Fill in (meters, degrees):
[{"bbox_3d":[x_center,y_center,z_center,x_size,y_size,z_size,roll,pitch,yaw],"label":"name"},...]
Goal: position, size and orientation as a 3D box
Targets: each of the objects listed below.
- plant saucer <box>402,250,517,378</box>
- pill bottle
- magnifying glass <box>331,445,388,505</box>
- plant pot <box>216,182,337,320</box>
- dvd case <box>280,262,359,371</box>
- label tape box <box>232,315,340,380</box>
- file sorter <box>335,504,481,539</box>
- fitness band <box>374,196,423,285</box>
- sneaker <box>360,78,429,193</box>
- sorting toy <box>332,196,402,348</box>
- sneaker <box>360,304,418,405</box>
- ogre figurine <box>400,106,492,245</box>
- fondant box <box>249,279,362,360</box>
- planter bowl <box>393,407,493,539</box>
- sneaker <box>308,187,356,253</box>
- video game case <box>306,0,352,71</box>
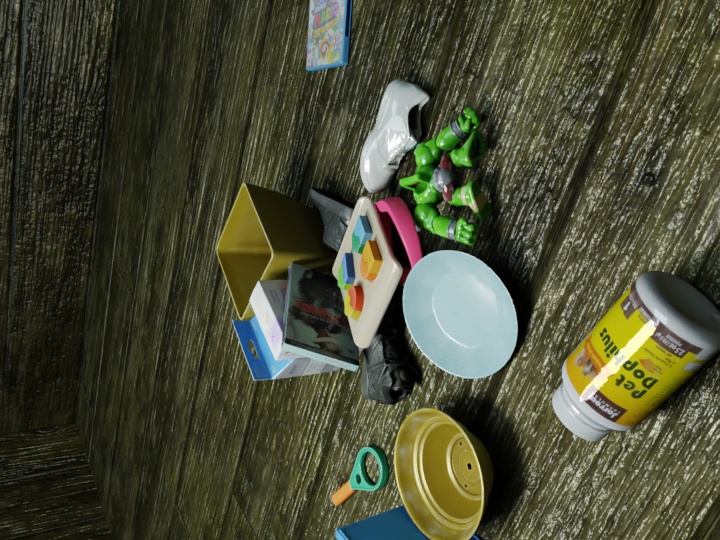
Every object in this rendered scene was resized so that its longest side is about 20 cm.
[{"bbox_3d":[0.155,0.063,0.978,0.200,0.039,0.203,17,117,37],"label":"plant saucer"},{"bbox_3d":[0.307,0.105,0.735,0.110,0.108,0.201,58,134,36],"label":"pill bottle"},{"bbox_3d":[-0.005,0.410,1.258,0.200,0.022,0.080,-54,49,41],"label":"magnifying glass"},{"bbox_3d":[-0.166,-0.037,1.335,0.201,0.175,0.201,-58,46,38],"label":"plant pot"},{"bbox_3d":[-0.070,0.081,1.170,0.022,0.145,0.201,-55,24,38],"label":"dvd case"},{"bbox_3d":[-0.136,0.134,1.279,0.066,0.198,0.144,-56,49,36],"label":"label tape box"},{"bbox_3d":[0.073,0.466,1.001,0.138,0.198,0.124,29,117,50],"label":"file sorter"},{"bbox_3d":[0.062,-0.050,1.076,0.200,0.037,0.145,-160,57,-81],"label":"fitness band"},{"bbox_3d":[0.063,-0.220,1.108,0.088,0.075,0.202,32,116,36],"label":"sneaker"},{"bbox_3d":[0.000,0.000,1.098,0.201,0.036,0.186,-113,36,-47],"label":"sorting toy"},{"bbox_3d":[0.052,0.141,1.126,0.114,0.076,0.202,10,102,52],"label":"sneaker"},{"bbox_3d":[0.132,-0.139,0.987,0.119,0.098,0.202,-4,99,43],"label":"ogre figurine"},{"bbox_3d":[-0.092,0.087,1.216,0.145,0.198,0.058,59,135,33],"label":"fondant box"},{"bbox_3d":[0.144,0.309,0.992,0.200,0.083,0.203,1,91,55],"label":"planter bowl"},{"bbox_3d":[-0.052,-0.090,1.275,0.199,0.060,0.105,32,112,46],"label":"sneaker"},{"bbox_3d":[-0.064,-0.518,1.313,0.143,0.018,0.203,15,103,54],"label":"video game case"}]
